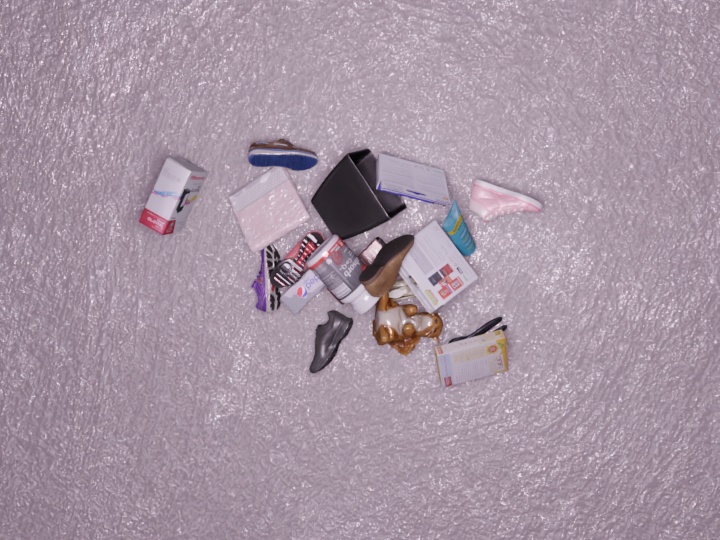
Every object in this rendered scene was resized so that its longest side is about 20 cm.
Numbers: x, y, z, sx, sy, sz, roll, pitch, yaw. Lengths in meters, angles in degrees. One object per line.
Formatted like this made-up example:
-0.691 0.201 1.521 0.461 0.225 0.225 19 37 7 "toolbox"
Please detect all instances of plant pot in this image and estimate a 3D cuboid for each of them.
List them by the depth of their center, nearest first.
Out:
-0.017 -0.194 1.622 0.176 0.199 0.201 -32 93 22 "plant pot"

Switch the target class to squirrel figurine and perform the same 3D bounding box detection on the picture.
0.132 0.156 1.665 0.183 0.201 0.144 2 64 -9 "squirrel figurine"

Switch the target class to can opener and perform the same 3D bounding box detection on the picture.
0.329 0.199 1.692 0.198 0.079 0.064 -26 86 0 "can opener"

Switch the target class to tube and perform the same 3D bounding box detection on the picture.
0.263 -0.107 1.596 0.050 0.200 0.078 13 71 31 "tube"

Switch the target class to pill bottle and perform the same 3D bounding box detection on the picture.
-0.039 0.013 1.576 0.116 0.116 0.200 -42 101 10 "pill bottle"

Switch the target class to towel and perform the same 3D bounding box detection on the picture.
-0.265 -0.181 1.704 0.198 0.032 0.193 -30 79 10 "towel"

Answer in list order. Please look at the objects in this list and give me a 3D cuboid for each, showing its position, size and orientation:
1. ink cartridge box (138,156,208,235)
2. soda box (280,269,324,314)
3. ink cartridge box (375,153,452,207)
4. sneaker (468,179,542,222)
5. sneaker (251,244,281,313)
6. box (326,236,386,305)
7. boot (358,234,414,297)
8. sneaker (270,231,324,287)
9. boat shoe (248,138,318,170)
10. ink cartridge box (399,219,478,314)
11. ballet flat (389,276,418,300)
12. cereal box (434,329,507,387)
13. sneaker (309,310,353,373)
-0.532 -0.213 1.694 0.082 0.146 0.202 28 100 1 "ink cartridge box"
-0.139 0.033 1.722 0.200 0.063 0.068 -44 92 10 "soda box"
0.137 -0.228 1.573 0.197 0.201 0.041 13 125 -9 "ink cartridge box"
0.391 -0.171 1.628 0.198 0.075 0.106 21 95 11 "sneaker"
-0.284 0.023 1.735 0.082 0.080 0.204 3 92 24 "sneaker"
0.000 0.000 1.683 0.200 0.100 0.075 -43 91 10 "box"
0.079 -0.014 1.554 0.200 0.073 0.076 -47 123 -21 "boot"
-0.176 -0.029 1.697 0.074 0.087 0.200 44 92 -8 "sneaker"
-0.217 -0.335 1.673 0.197 0.073 0.073 3 57 -16 "boat shoe"
0.190 -0.002 1.627 0.175 0.084 0.201 -35 83 -13 "ink cartridge box"
0.147 0.050 1.690 0.197 0.069 0.071 -15 95 8 "ballet flat"
0.312 0.249 1.663 0.197 0.040 0.145 -14 131 0 "cereal box"
-0.102 0.208 1.745 0.090 0.076 0.202 32 93 11 "sneaker"
